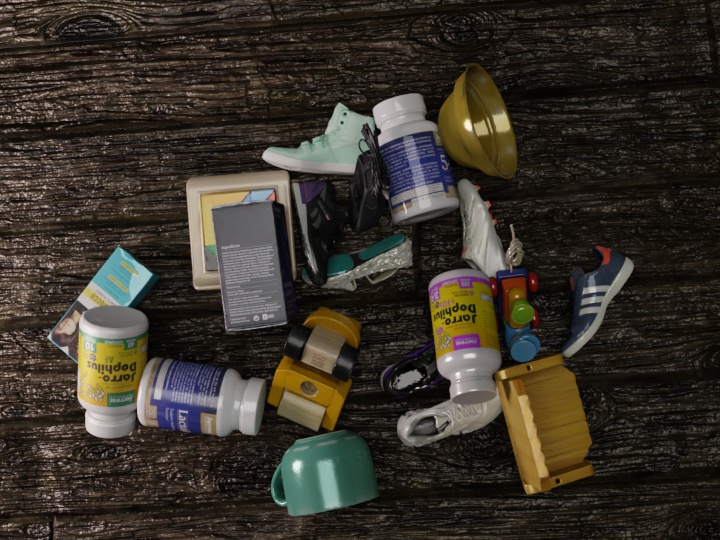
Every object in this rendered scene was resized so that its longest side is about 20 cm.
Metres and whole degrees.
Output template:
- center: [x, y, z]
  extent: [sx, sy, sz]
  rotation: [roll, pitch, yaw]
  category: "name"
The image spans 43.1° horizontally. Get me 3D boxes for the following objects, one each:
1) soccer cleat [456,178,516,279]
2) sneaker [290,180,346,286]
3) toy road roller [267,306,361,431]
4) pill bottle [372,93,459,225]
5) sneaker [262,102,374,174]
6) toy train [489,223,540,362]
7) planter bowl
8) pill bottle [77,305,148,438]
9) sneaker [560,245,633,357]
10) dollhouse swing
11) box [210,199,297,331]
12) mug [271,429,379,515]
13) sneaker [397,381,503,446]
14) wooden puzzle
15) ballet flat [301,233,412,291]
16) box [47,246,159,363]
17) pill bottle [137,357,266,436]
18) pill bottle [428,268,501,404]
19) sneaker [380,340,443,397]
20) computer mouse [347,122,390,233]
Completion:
- center: [0.199, -0.057, 1.555]
  extent: [0.077, 0.069, 0.202]
  rotation: [-23, 88, -2]
  category: "soccer cleat"
- center: [-0.062, -0.071, 1.541]
  extent: [0.087, 0.076, 0.202]
  rotation: [-9, 62, -6]
  category: "sneaker"
- center: [-0.065, 0.155, 1.539]
  extent: [0.122, 0.146, 0.201]
  rotation: [23, 124, 4]
  category: "toy road roller"
- center: [0.088, -0.189, 1.544]
  extent: [0.118, 0.120, 0.202]
  rotation: [-15, 85, 1]
  category: "pill bottle"
- center: [-0.068, -0.230, 1.577]
  extent: [0.198, 0.074, 0.120]
  rotation: [3, 92, -7]
  category: "sneaker"
- center: [0.254, 0.040, 1.482]
  extent: [0.084, 0.116, 0.202]
  rotation: [-7, 118, 2]
  category: "toy train"
- center: [0.186, -0.237, 1.532]
  extent: [0.083, 0.200, 0.203]
  rotation: [-18, 84, 28]
  category: "planter bowl"
- center: [-0.414, 0.170, 1.522]
  extent: [0.111, 0.113, 0.202]
  rotation: [9, 108, 3]
  category: "pill bottle"
- center: [0.375, 0.048, 1.538]
  extent: [0.084, 0.075, 0.201]
  rotation: [33, 78, 3]
  category: "sneaker"
- center: [0.311, 0.240, 1.449]
  extent: [0.180, 0.176, 0.202]
  rotation: [-12, 84, -16]
  category: "dollhouse swing"
- center: [-0.172, -0.011, 1.500]
  extent: [0.103, 0.148, 0.202]
  rotation: [-7, 92, 3]
  category: "box"
- center: [-0.069, 0.329, 1.493]
  extent: [0.183, 0.152, 0.116]
  rotation: [-11, 82, 2]
  category: "mug"
- center: [0.157, 0.244, 1.527]
  extent: [0.198, 0.081, 0.076]
  rotation: [-24, 83, -1]
  category: "sneaker"
- center: [-0.209, -0.072, 1.590]
  extent: [0.183, 0.037, 0.202]
  rotation: [-4, 85, 3]
  category: "wooden puzzle"
- center: [0.000, 0.000, 1.564]
  extent: [0.198, 0.072, 0.072]
  rotation: [-19, 85, 3]
  category: "ballet flat"
- center: [-0.445, 0.062, 1.584]
  extent: [0.082, 0.049, 0.201]
  rotation: [37, 88, 5]
  category: "box"
- center: [-0.263, 0.215, 1.530]
  extent: [0.198, 0.116, 0.117]
  rotation: [7, 86, 4]
  category: "pill bottle"
- center: [0.169, 0.107, 1.458]
  extent: [0.103, 0.104, 0.202]
  rotation: [-6, 65, 2]
  category: "pill bottle"
- center: [0.125, 0.156, 1.523]
  extent: [0.199, 0.100, 0.070]
  rotation: [-32, 87, 0]
  category: "sneaker"
- center: [0.021, -0.134, 1.516]
  extent: [0.052, 0.201, 0.140]
  rotation: [-3, 60, -14]
  category: "computer mouse"
